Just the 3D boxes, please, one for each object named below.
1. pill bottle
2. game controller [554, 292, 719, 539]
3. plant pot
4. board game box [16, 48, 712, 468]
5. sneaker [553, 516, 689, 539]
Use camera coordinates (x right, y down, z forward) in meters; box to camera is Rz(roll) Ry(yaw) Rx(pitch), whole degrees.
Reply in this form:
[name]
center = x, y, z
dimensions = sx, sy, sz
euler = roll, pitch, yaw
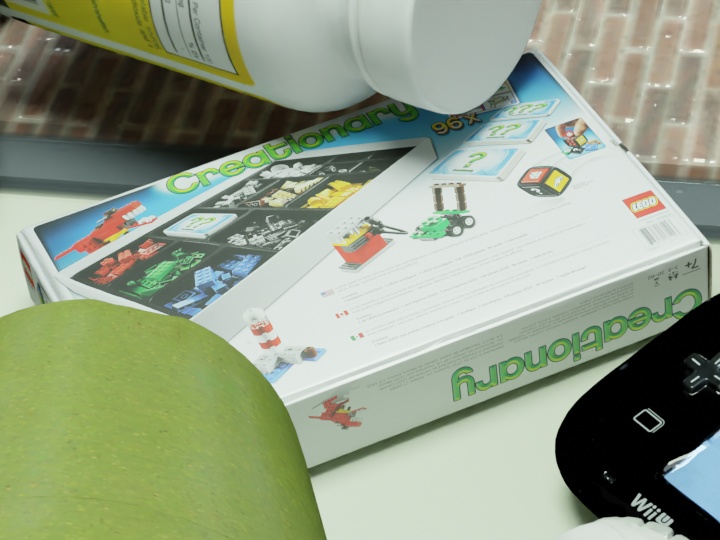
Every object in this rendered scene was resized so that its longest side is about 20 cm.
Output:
[pill bottle]
center = -0.040, -0.120, 1.038
dimensions = 0.199, 0.113, 0.112
euler = 20, 47, 30
[game controller]
center = 0.148, 0.077, 0.881
dimensions = 0.104, 0.042, 0.200
euler = -29, 45, -24
[plant pot]
center = -0.075, 0.104, 0.791
dimensions = 0.199, 0.201, 0.190
euler = -5, 30, 2
[board game box]
center = 0.000, 0.000, 0.994
dimensions = 0.199, 0.035, 0.126
euler = -20, 42, -14
[sneaker]
center = 0.076, 0.144, 0.795
dimensions = 0.087, 0.075, 0.200
euler = -16, 41, -3
